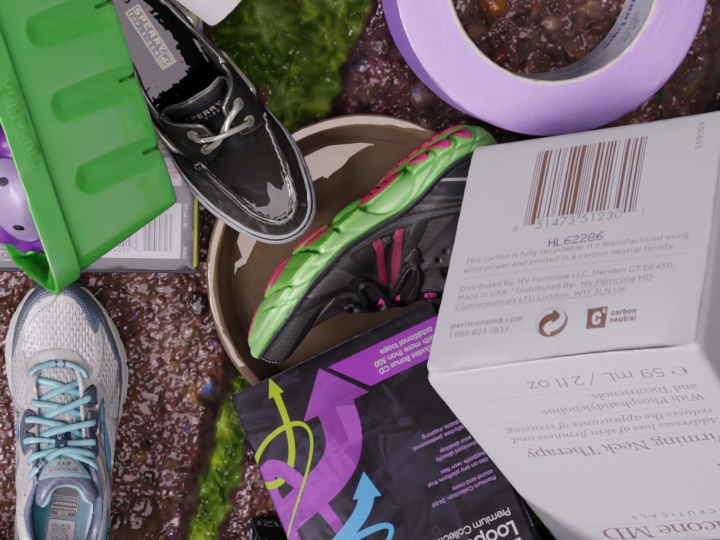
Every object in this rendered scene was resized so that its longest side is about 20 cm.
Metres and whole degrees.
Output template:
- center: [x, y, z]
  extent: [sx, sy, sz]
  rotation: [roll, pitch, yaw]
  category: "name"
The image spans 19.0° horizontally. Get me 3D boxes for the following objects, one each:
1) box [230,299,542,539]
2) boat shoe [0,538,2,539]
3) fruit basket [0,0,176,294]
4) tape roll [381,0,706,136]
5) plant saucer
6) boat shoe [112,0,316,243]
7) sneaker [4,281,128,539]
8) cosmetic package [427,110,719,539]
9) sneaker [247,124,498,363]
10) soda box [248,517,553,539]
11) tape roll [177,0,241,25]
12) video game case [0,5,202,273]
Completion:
- center: [0.022, 0.139, 1.306]
  extent: [0.142, 0.036, 0.201]
  rotation: [-26, 79, 10]
  category: "box"
- center: [-0.301, 0.156, 1.329]
  extent: [0.199, 0.063, 0.074]
  rotation: [28, 94, -11]
  category: "boat shoe"
- center: [-0.232, -0.084, 1.244]
  extent: [0.214, 0.155, 0.217]
  rotation: [-4, 100, -21]
  category: "fruit basket"
- center: [0.113, -0.187, 1.341]
  extent: [0.198, 0.066, 0.202]
  rotation: [-1, 99, -9]
  category: "tape roll"
- center: [0.000, 0.000, 1.370]
  extent: [0.198, 0.029, 0.202]
  rotation: [-1, 99, -9]
  category: "plant saucer"
- center: [-0.096, -0.095, 1.295]
  extent: [0.071, 0.064, 0.200]
  rotation: [-39, 102, -1]
  category: "boat shoe"
- center: [-0.178, 0.107, 1.329]
  extent: [0.077, 0.086, 0.202]
  rotation: [-3, 99, -9]
  category: "sneaker"
- center: [0.164, 0.040, 1.262]
  extent: [0.166, 0.167, 0.200]
  rotation: [-8, 141, 29]
  category: "cosmetic package"
- center: [0.016, -0.004, 1.319]
  extent: [0.200, 0.077, 0.084]
  rotation: [-38, 98, 0]
  category: "sneaker"
- center: [0.028, 0.200, 1.382]
  extent: [0.198, 0.071, 0.064]
  rotation: [2, 99, -9]
  category: "soda box"
- center: [-0.082, -0.262, 1.231]
  extent: [0.139, 0.203, 0.203]
  rotation: [36, 92, -11]
  category: "tape roll"
- center: [-0.197, -0.090, 1.328]
  extent: [0.198, 0.026, 0.182]
  rotation: [1, 99, -8]
  category: "video game case"
